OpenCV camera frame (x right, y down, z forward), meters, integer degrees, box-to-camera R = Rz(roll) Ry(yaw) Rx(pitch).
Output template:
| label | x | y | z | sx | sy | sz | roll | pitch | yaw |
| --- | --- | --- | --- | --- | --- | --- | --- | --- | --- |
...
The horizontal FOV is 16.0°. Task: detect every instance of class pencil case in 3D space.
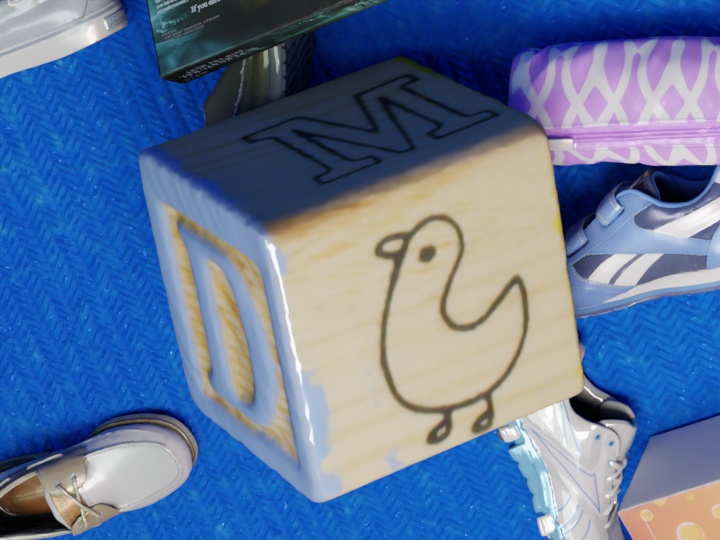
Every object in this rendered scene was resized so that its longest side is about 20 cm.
| label | x | y | z | sx | sy | sz | roll | pitch | yaw |
| --- | --- | --- | --- | --- | --- | --- | --- | --- | --- |
| pencil case | 0.185 | -0.103 | 1.603 | 0.199 | 0.086 | 0.084 | -3 | 116 | 23 |

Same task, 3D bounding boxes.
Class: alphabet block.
| label | x | y | z | sx | sy | sz | roll | pitch | yaw |
| --- | --- | --- | --- | --- | --- | --- | --- | --- | --- |
| alphabet block | 0.000 | 0.000 | 1.615 | 0.196 | 0.199 | 0.197 | 34 | 141 | 55 |

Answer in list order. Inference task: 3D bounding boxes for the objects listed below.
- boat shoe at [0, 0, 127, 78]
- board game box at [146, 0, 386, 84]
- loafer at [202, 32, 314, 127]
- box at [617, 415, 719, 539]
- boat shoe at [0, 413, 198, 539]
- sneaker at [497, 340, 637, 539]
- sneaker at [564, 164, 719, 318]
| label | x | y | z | sx | sy | sz | roll | pitch | yaw |
| --- | --- | --- | --- | --- | --- | --- | --- | --- | --- |
| boat shoe | -0.254 | -0.170 | 1.764 | 0.200 | 0.070 | 0.072 | -16 | 102 | 25 |
| board game box | -0.055 | -0.215 | 1.630 | 0.199 | 0.028 | 0.136 | -18 | 76 | 30 |
| loafer | -0.076 | -0.106 | 1.715 | 0.069 | 0.075 | 0.201 | 12 | 123 | 10 |
| box | 0.293 | 0.158 | 1.703 | 0.199 | 0.098 | 0.125 | -21 | 109 | 31 |
| boat shoe | -0.211 | 0.167 | 1.937 | 0.199 | 0.068 | 0.075 | -21 | 109 | 31 |
| sneaker | 0.158 | 0.136 | 1.765 | 0.086 | 0.075 | 0.201 | -17 | 111 | 24 |
| sneaker | 0.175 | -0.023 | 1.666 | 0.199 | 0.074 | 0.083 | -15 | 108 | 23 |
